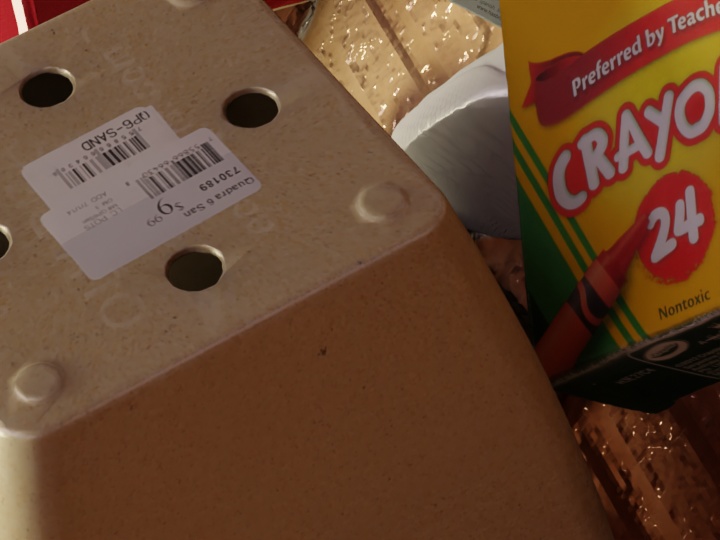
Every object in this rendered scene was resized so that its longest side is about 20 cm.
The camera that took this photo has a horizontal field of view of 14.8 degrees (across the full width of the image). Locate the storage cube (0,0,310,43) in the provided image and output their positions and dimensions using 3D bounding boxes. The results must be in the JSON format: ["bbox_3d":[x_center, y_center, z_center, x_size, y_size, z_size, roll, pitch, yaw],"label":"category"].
[{"bbox_3d":[-0.145,-0.173,1.126,0.200,0.171,0.180,-4,102,42],"label":"storage cube"}]

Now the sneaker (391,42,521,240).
[{"bbox_3d":[0.095,-0.079,0.927,0.200,0.075,0.089,-26,39,35],"label":"sneaker"}]

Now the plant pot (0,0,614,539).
[{"bbox_3d":[-0.057,0.031,0.806,0.200,0.177,0.200,-28,50,-17],"label":"plant pot"}]

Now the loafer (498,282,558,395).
[{"bbox_3d":[0.000,0.000,0.990,0.067,0.076,0.200,-49,37,13],"label":"loafer"}]

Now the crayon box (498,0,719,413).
[{"bbox_3d":[0.101,-0.073,0.807,0.127,0.051,0.200,-28,58,45],"label":"crayon box"}]

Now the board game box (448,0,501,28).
[{"bbox_3d":[0.083,-0.189,0.964,0.200,0.105,0.103,-55,35,16],"label":"board game box"}]
